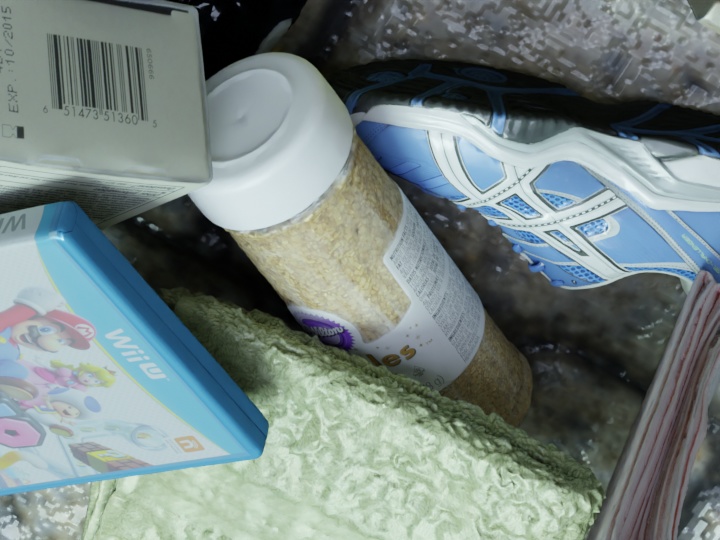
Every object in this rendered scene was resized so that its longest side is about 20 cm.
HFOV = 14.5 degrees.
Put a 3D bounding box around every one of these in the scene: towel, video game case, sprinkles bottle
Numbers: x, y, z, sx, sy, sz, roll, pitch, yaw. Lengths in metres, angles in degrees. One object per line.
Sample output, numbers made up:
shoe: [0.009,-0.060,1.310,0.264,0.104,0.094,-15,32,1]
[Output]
towel: [0.100,0.128,1.122,0.032,0.191,0.200,21,133,5]
towel: [-0.012,0.097,1.119,0.200,0.036,0.149,23,118,9]
video game case: [-0.155,0.039,1.070,0.200,0.018,0.143,-11,138,28]
sprinkles bottle: [0.000,0.000,1.121,0.068,0.068,0.200,-25,134,13]

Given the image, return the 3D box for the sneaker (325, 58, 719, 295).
sneaker: [0.072,-0.034,1.136,0.200,0.076,0.077,14,110,-2]

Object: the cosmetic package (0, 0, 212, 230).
cosmetic package: [-0.156,-0.046,1.071,0.105,0.071,0.200,6,164,-41]

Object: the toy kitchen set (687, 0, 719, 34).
toy kitchen set: [0.207,-0.026,1.053,0.180,0.200,0.163,27,113,-18]

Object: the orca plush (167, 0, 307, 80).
orca plush: [-0.052,-0.096,1.116,0.200,0.071,0.105,-23,111,12]

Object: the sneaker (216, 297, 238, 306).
sneaker: [-0.095,0.086,1.203,0.199,0.079,0.130,-37,92,34]
